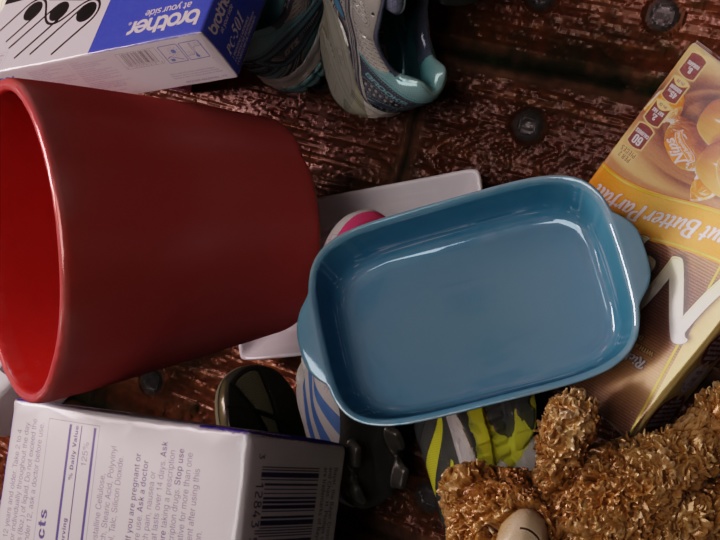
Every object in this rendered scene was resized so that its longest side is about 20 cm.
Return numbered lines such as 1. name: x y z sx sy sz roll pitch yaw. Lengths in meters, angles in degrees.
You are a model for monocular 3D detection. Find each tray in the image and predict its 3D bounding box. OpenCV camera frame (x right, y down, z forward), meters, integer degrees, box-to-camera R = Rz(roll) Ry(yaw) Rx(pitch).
1. tray: 0.000 0.000 0.866 0.199 0.022 0.108 -8 83 30

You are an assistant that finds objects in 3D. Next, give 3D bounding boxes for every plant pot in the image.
1. plant pot: -0.133 -0.023 0.805 0.200 0.176 0.202 14 106 60

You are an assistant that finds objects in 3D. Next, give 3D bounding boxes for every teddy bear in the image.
1. teddy bear: 0.144 0.129 0.700 0.199 0.067 0.146 -3 122 -4

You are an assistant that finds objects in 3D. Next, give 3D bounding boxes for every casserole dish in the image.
1. casserole dish: 0.064 0.021 0.720 0.199 0.039 0.122 -15 71 7

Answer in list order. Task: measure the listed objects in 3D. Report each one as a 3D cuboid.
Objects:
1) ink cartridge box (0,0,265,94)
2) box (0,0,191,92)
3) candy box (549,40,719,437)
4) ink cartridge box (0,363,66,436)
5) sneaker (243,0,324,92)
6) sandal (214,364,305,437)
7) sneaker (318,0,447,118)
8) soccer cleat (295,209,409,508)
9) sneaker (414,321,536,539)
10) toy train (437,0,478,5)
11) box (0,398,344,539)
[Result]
1. ink cartridge box: -0.155 -0.160 0.820 0.199 0.044 0.094 -4 56 31
2. box: -0.214 -0.243 0.967 0.199 0.097 0.177 14 93 31
3. candy box: 0.182 -0.015 0.739 0.115 0.055 0.200 43 107 27
4. ink cartridge box: -0.257 0.015 0.981 0.200 0.083 0.146 -43 67 21
5. sneaker: -0.040 -0.225 0.858 0.077 0.086 0.201 14 92 32
6. sandal: -0.070 0.167 0.874 0.057 0.079 0.202 -19 71 49
7. sneaker: 0.007 -0.194 0.802 0.086 0.077 0.201 10 128 55
8. soccer cleat: -0.014 0.055 0.818 0.086 0.070 0.201 23 119 53
9. sneaker: 0.077 0.124 0.792 0.085 0.074 0.201 -161 65 -70
10. toy train: 0.060 -0.266 0.803 0.114 0.085 0.201 -32 84 32
11. box: -0.125 0.184 0.791 0.199 0.105 0.185 3 83 34
